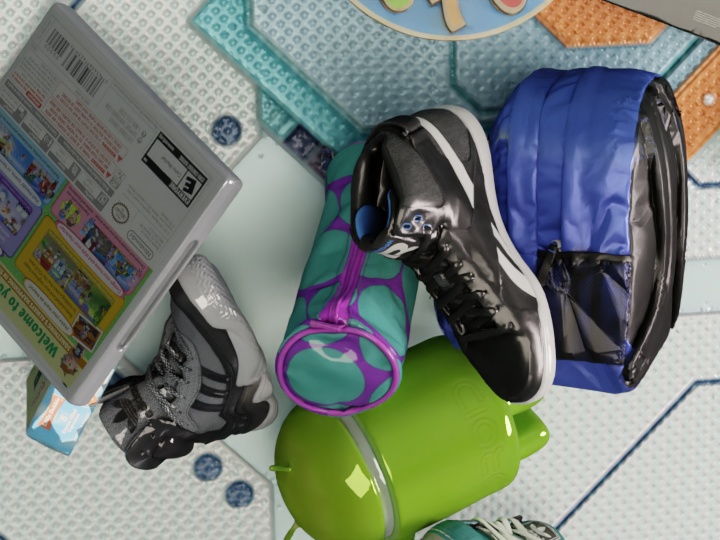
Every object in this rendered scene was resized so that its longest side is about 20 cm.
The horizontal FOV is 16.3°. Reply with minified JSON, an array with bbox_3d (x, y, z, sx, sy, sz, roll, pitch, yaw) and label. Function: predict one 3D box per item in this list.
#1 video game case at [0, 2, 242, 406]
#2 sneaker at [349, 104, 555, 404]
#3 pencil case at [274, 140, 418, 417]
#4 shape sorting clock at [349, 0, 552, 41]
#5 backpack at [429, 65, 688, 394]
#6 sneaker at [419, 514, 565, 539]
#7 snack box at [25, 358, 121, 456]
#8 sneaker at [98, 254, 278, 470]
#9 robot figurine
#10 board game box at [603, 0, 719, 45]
[{"bbox_3d":[-0.188,-0.045,1.630,0.182,0.200,0.022,-53,149,14],"label":"video game case"},{"bbox_3d":[0.048,-0.001,1.601,0.112,0.073,0.201,-16,85,-48],"label":"sneaker"},{"bbox_3d":[0.000,0.000,1.662,0.085,0.201,0.093,5,135,8],"label":"pencil case"},{"bbox_3d":[0.060,-0.252,1.662,0.199,0.039,0.201,0,88,1],"label":"shape sorting clock"},{"bbox_3d":[0.135,-0.037,1.691,0.167,0.163,0.201,6,107,10],"label":"backpack"},{"bbox_3d":[0.100,0.200,1.760,0.071,0.200,0.080,41,86,25],"label":"sneaker"},{"bbox_3d":[-0.165,0.014,1.680,0.037,0.116,0.201,27,100,-13],"label":"snack box"},{"bbox_3d":[-0.123,0.071,1.674,0.113,0.076,0.200,-28,152,-8],"label":"sneaker"},{"bbox_3d":[0.029,0.119,1.726,0.199,0.116,0.176,-25,133,-17],"label":"robot figurine"},{"bbox_3d":[0.219,-0.235,1.708,0.199,0.028,0.136,20,101,-8],"label":"board game box"}]
